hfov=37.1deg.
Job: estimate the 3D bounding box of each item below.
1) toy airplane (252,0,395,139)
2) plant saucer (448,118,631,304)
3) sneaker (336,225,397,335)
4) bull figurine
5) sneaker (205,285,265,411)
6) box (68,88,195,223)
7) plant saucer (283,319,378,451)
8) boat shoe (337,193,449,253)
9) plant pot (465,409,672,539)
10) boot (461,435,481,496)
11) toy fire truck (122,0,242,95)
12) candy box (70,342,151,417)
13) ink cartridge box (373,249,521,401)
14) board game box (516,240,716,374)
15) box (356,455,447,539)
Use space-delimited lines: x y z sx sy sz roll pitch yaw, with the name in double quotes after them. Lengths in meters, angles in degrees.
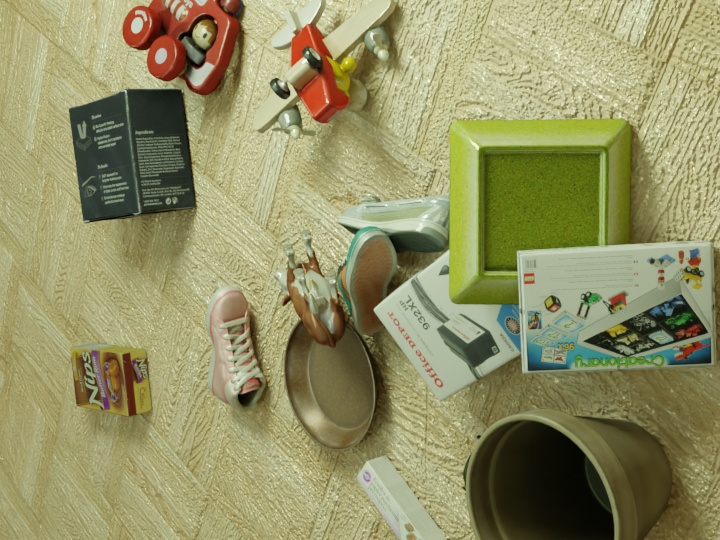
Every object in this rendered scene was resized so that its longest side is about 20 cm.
-0.049 -0.269 1.435 0.199 0.141 0.201 1 60 56 "toy airplane"
0.194 -0.062 1.152 0.197 0.048 0.203 0 93 5 "plant saucer"
0.000 0.000 1.413 0.080 0.071 0.201 58 160 33 "sneaker"
-0.071 0.024 1.489 0.200 0.064 0.123 -131 25 -52 "bull figurine"
-0.188 0.129 1.676 0.104 0.075 0.203 34 128 44 "sneaker"
-0.386 -0.191 1.809 0.195 0.116 0.203 -3 95 48 "box"
-0.036 0.156 1.544 0.199 0.036 0.204 11 105 47 "plant saucer"
0.046 -0.066 1.394 0.201 0.074 0.065 4 66 55 "boat shoe"
0.241 0.238 1.153 0.199 0.172 0.203 9 102 46 "plant pot"
0.162 0.322 1.337 0.138 0.077 0.202 38 110 41 "boot"
-0.262 -0.380 1.662 0.169 0.112 0.200 -51 59 17 "toy fire truck"
-0.470 0.202 2.013 0.199 0.056 0.119 0 97 49 "candy box"
0.132 0.046 1.280 0.146 0.084 0.200 53 134 1 "ink cartridge box"
0.263 0.038 1.111 0.197 0.035 0.128 -2 96 6 "board game box"
0.069 0.342 1.457 0.200 0.041 0.039 51 129 28 "box"
